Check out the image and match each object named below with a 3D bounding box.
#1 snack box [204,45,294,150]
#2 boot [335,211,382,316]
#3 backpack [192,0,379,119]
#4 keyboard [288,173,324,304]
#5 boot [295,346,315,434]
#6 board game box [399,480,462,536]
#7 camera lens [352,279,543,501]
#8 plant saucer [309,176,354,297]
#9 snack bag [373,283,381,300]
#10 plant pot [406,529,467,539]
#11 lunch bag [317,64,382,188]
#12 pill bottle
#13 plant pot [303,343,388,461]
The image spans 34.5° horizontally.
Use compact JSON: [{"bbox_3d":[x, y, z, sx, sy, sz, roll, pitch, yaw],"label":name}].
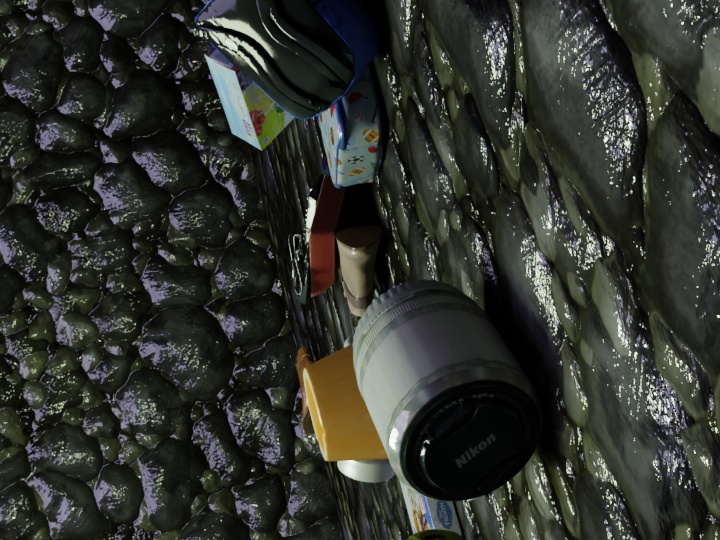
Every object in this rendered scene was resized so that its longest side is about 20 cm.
[{"bbox_3d":[-0.113,-0.298,1.629,0.067,0.200,0.169,31,158,25],"label":"snack box"},{"bbox_3d":[0.000,0.000,1.781,0.200,0.070,0.148,-89,-3,-71],"label":"boot"},{"bbox_3d":[-0.072,-0.312,1.468,0.200,0.168,0.162,45,133,-9],"label":"backpack"},{"bbox_3d":[-0.088,-0.045,1.803,0.104,0.039,0.202,-70,-11,-58],"label":"keyboard"},{"bbox_3d":[-0.130,0.313,3.044,0.155,0.073,0.201,-117,29,-53],"label":"boot"},{"bbox_3d":[0.104,0.359,1.760,0.200,0.041,0.202,105,151,-71],"label":"board game box"},{"bbox_3d":[0.084,0.121,1.185,0.200,0.159,0.161,-117,17,-55],"label":"camera lens"},{"bbox_3d":[-0.041,-0.086,1.834,0.200,0.036,0.201,92,-169,-60],"label":"plant saucer"},{"bbox_3d":[0.052,0.152,1.857,0.201,0.021,0.190,-112,12,-46],"label":"snack bag"},{"bbox_3d":[0.099,0.461,1.570,0.200,0.198,0.192,-118,29,-58],"label":"plant pot"},{"bbox_3d":[-0.020,-0.215,1.633,0.200,0.075,0.162,107,151,-70],"label":"lunch bag"},{"bbox_3d":[0.020,0.200,1.709,0.110,0.108,0.202,-125,39,-67],"label":"pill bottle"},{"bbox_3d":[0.026,0.167,1.528,0.200,0.182,0.202,167,90,-81],"label":"plant pot"}]
